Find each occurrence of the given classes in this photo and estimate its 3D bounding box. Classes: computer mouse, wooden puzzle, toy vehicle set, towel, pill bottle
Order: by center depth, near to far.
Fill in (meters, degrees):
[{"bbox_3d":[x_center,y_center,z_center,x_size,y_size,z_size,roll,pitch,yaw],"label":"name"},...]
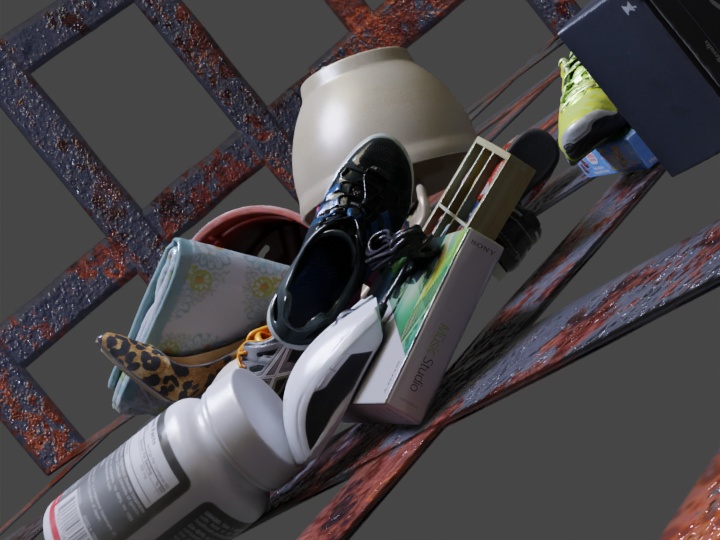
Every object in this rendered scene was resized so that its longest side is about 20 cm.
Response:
[{"bbox_3d":[-0.012,0.051,1.298,0.201,0.044,0.110,-62,14,-2],"label":"computer mouse"},{"bbox_3d":[-0.144,0.174,1.356,0.200,0.114,0.114,-38,5,14],"label":"pill bottle"},{"bbox_3d":[0.071,-0.013,1.433,0.201,0.026,0.124,-59,13,4],"label":"toy vehicle set"},{"bbox_3d":[0.000,0.000,1.638,0.201,0.046,0.185,-56,4,7],"label":"wooden puzzle"},{"bbox_3d":[-0.147,0.071,1.730,0.201,0.170,0.048,-63,33,22],"label":"towel"}]

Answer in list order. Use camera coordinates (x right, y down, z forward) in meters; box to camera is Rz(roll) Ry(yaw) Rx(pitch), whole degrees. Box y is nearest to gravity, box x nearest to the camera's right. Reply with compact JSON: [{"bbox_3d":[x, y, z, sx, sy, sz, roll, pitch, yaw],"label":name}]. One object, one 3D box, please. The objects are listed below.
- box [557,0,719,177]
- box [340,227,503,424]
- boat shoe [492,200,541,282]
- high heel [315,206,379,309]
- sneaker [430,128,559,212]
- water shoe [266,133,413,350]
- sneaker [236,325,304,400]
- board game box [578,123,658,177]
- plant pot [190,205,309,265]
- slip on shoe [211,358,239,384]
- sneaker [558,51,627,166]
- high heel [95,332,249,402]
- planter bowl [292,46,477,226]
[{"bbox_3d":[0.273,-0.195,1.309,0.200,0.148,0.104,-42,6,-31],"label":"box"},{"bbox_3d":[0.033,0.046,1.308,0.145,0.036,0.200,-64,14,-12],"label":"box"},{"bbox_3d":[0.120,-0.045,1.548,0.068,0.072,0.200,-48,13,6],"label":"boat shoe"},{"bbox_3d":[-0.038,0.049,1.434,0.201,0.095,0.067,-61,13,-7],"label":"high heel"},{"bbox_3d":[0.121,-0.058,1.742,0.201,0.067,0.108,-44,-4,-4],"label":"sneaker"},{"bbox_3d":[-0.006,-0.026,1.384,0.201,0.071,0.079,-64,4,-17],"label":"water shoe"},{"bbox_3d":[-0.083,0.094,1.524,0.200,0.077,0.078,-49,7,11],"label":"sneaker"},{"bbox_3d":[0.273,-0.146,1.517,0.151,0.037,0.200,-41,4,-5],"label":"board game box"},{"bbox_3d":[-0.086,0.024,1.892,0.200,0.201,0.195,-39,-2,12],"label":"plant pot"},{"bbox_3d":[-0.127,0.151,1.620,0.200,0.076,0.061,-42,36,36],"label":"slip on shoe"},{"bbox_3d":[0.199,-0.154,1.500,0.075,0.077,0.200,-37,8,25],"label":"sneaker"},{"bbox_3d":[-0.148,0.066,1.667,0.143,0.199,0.071,-58,26,1],"label":"high heel"},{"bbox_3d":[0.015,-0.143,1.738,0.198,0.136,0.200,-18,-9,-3],"label":"planter bowl"}]
